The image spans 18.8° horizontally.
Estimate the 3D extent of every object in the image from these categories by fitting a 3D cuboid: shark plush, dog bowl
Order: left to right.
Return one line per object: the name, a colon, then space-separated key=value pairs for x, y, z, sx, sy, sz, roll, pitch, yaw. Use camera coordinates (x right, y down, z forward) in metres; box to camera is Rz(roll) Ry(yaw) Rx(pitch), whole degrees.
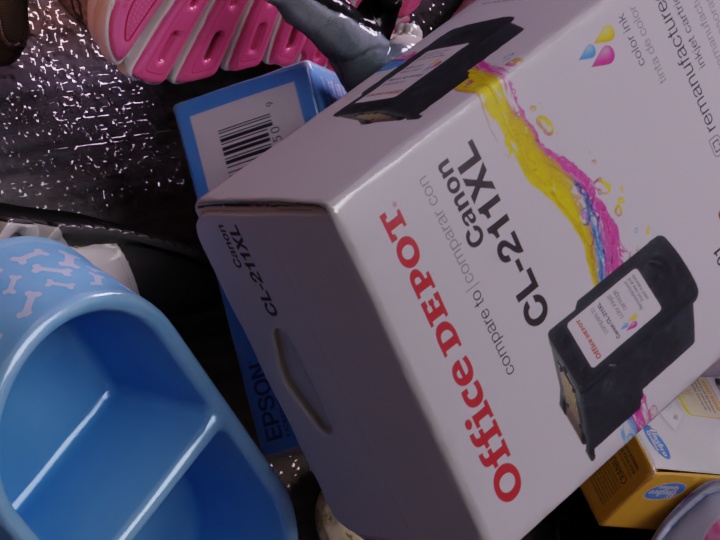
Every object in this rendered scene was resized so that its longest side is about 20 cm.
dog bowl: x=-0.089 y=0.078 z=0.780 sx=0.112 sy=0.049 sz=0.200 roll=-52 pitch=132 yaw=-24
shark plush: x=0.031 y=-0.043 z=0.835 sx=0.084 sy=0.091 sz=0.200 roll=-64 pitch=148 yaw=-26

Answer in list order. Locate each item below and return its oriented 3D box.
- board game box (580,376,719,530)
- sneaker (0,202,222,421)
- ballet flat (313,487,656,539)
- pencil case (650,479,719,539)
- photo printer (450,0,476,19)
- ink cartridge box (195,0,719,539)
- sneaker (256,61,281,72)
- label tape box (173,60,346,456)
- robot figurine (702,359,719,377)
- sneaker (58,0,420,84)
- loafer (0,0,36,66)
board game box: x=0.163 y=0.054 z=1.026 sx=0.199 sy=0.040 sz=0.153 roll=10 pitch=42 yaw=-38
sneaker: x=-0.131 y=0.019 z=0.812 sx=0.200 sy=0.074 sz=0.089 roll=3 pitch=96 yaw=-49
ballet flat: x=0.062 y=0.104 z=0.949 sx=0.199 sy=0.057 sz=0.067 roll=5 pitch=73 yaw=-40
pencil case: x=0.190 y=0.172 z=0.971 sx=0.200 sy=0.083 sz=0.091 roll=54 pitch=28 yaw=-48
photo printer: x=0.115 y=-0.152 z=1.002 sx=0.069 sy=0.166 sz=0.200 roll=41 pitch=36 yaw=-6
ink cartridge box: x=0.060 y=-0.012 z=0.784 sx=0.200 sy=0.083 sz=0.146 roll=-38 pitch=114 yaw=-31
sneaker: x=0.009 y=-0.143 z=0.997 sx=0.199 sy=0.078 sz=0.116 roll=-20 pitch=96 yaw=-31
label tape box: x=0.000 y=0.000 z=0.915 sx=0.200 sy=0.066 sz=0.144 roll=11 pitch=62 yaw=-75
robot figurine: x=0.175 y=-0.016 z=0.974 sx=0.200 sy=0.169 sz=0.113 roll=-12 pitch=122 yaw=-47
sneaker: x=-0.050 y=-0.123 z=0.868 sx=0.087 sy=0.074 sz=0.200 roll=40 pitch=30 yaw=28
loafer: x=-0.154 y=-0.166 z=0.860 sx=0.071 sy=0.073 sz=0.201 roll=19 pitch=72 yaw=-40
